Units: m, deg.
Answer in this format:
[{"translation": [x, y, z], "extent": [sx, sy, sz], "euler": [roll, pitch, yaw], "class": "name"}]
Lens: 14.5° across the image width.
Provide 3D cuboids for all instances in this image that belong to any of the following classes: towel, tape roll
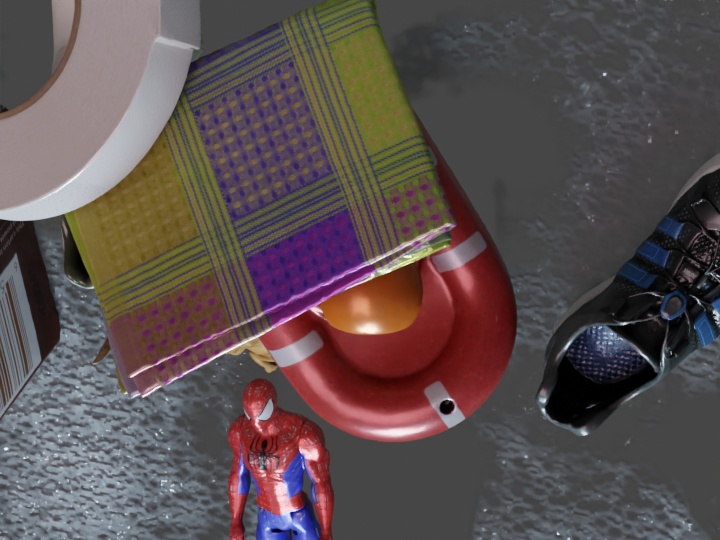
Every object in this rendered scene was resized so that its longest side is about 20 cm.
[{"translation": [-0.058, -0.038, 1.379], "extent": [0.200, 0.023, 0.144], "euler": [-27, 73, 21], "class": "towel"}, {"translation": [-0.171, -0.125, 1.412], "extent": [0.203, 0.037, 0.203], "euler": [-4, 82, 32], "class": "tape roll"}]

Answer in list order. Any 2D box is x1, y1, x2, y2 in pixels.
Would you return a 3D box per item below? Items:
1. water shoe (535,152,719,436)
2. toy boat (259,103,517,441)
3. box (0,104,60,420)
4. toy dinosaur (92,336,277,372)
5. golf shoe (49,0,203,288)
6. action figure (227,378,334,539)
[{"translation": [0.163, 0.015, 1.414], "extent": [0.071, 0.079, 0.200], "euler": [37, 130, -5], "class": "water shoe"}, {"translation": [0.000, 0.000, 1.423], "extent": [0.130, 0.131, 0.200], "euler": [-32, 110, 3], "class": "toy boat"}, {"translation": [-0.298, 0.011, 1.554], "extent": [0.200, 0.166, 0.164], "euler": [4, 126, 20], "class": "box"}, {"translation": [-0.073, 0.022, 1.499], "extent": [0.200, 0.106, 0.060], "euler": [18, 107, -40], "class": "toy dinosaur"}, {"translation": [-0.130, -0.082, 1.462], "extent": [0.078, 0.097, 0.200], "euler": [7, 124, 21], "class": "golf shoe"}, {"translation": [-0.041, 0.146, 1.619], "extent": [0.065, 0.052, 0.200], "euler": [5, 123, 25], "class": "action figure"}]
